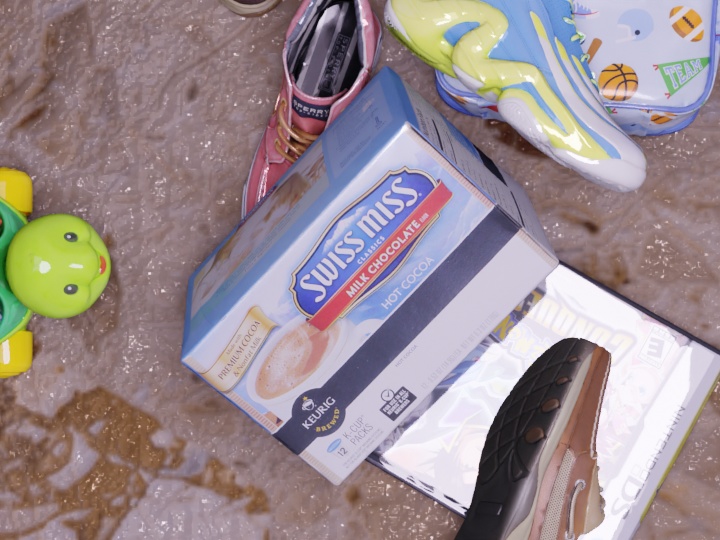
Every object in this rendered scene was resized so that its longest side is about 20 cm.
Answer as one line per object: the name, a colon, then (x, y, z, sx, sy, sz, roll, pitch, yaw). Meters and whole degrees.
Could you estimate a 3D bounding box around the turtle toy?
turtle toy: (-0.262, -0.001, 0.977, 0.198, 0.101, 0.148, -2, 86, 5)

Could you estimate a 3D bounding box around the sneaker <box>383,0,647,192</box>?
sneaker: (0.112, -0.139, 0.893, 0.199, 0.076, 0.105, 38, 96, 12)

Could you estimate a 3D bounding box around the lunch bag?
lunch bag: (0.148, -0.177, 0.969, 0.198, 0.076, 0.162, 5, 84, 6)

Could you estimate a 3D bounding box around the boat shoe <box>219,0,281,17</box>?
boat shoe: (-0.129, -0.259, 0.999, 0.072, 0.072, 0.200, -42, 83, 1)

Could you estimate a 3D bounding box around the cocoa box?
cocoa box: (0.000, 0.000, 0.902, 0.131, 0.134, 0.200, 40, 104, -18)

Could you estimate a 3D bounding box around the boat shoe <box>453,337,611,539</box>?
boat shoe: (0.116, 0.143, 0.929, 0.073, 0.076, 0.202, 28, 79, -21)

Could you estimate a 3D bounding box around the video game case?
video game case: (0.116, 0.088, 0.975, 0.199, 0.026, 0.182, 29, 89, 6)

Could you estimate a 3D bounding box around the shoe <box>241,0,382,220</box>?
shoe: (-0.037, -0.093, 0.969, 0.071, 0.091, 0.202, 17, 87, 6)
